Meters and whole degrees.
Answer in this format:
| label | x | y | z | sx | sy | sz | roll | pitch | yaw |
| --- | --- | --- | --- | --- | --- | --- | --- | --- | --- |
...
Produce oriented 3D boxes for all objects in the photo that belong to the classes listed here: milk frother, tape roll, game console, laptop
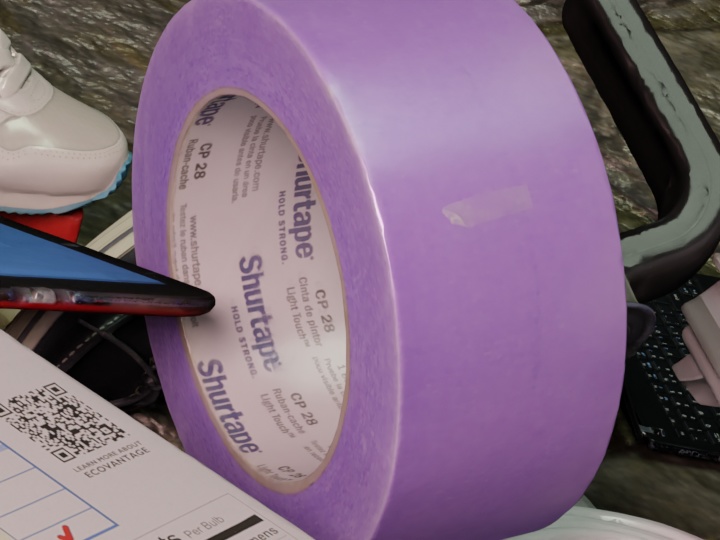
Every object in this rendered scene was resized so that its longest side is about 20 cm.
| label | x | y | z | sx | sy | sz | roll | pitch | yaw |
| --- | --- | --- | --- | --- | --- | --- | --- | --- | --- |
| milk frother | 0.050 | -0.063 | 0.929 | 0.180 | 0.200 | 0.188 | -24 | 71 | 0 |
| tape roll | 0.000 | 0.000 | 0.818 | 0.085 | 0.200 | 0.200 | -11 | 38 | -26 |
| game console | -0.168 | -0.052 | 0.831 | 0.119 | 0.173 | 0.200 | -32 | 28 | -28 |
| laptop | 0.150 | 0.000 | 1.137 | 0.200 | 0.103 | 0.177 | 11 | 28 | -17 |

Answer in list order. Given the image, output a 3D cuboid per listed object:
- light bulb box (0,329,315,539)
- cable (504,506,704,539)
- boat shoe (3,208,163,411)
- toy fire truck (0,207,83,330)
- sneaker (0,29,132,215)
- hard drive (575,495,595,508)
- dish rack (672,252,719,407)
| label | x | y | z | sx | sy | sz | roll | pitch | yaw |
| --- | --- | --- | --- | --- | --- | --- | --- | --- | --- |
| light bulb box | -0.105 | 0.137 | 0.678 | 0.200 | 0.125 | 0.198 | 31 | 29 | 24 |
| cable | 0.089 | 0.155 | 0.839 | 0.200 | 0.069 | 0.200 | 10 | 28 | -19 |
| boat shoe | -0.090 | 0.023 | 0.939 | 0.062 | 0.075 | 0.200 | 45 | 47 | 3 |
| toy fire truck | -0.187 | 0.008 | 0.950 | 0.141 | 0.049 | 0.200 | 15 | 26 | -9 |
| sneaker | -0.182 | -0.089 | 0.986 | 0.200 | 0.081 | 0.077 | 25 | 23 | -9 |
| hard drive | -0.003 | 0.061 | 1.003 | 0.132 | 0.026 | 0.200 | -3 | 35 | -38 |
| dish rack | 0.186 | 0.100 | 0.934 | 0.200 | 0.044 | 0.172 | 53 | 7 | -20 |
